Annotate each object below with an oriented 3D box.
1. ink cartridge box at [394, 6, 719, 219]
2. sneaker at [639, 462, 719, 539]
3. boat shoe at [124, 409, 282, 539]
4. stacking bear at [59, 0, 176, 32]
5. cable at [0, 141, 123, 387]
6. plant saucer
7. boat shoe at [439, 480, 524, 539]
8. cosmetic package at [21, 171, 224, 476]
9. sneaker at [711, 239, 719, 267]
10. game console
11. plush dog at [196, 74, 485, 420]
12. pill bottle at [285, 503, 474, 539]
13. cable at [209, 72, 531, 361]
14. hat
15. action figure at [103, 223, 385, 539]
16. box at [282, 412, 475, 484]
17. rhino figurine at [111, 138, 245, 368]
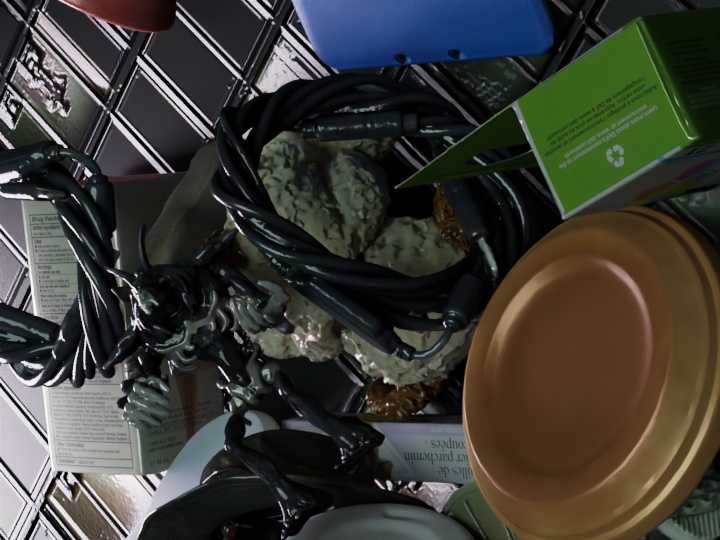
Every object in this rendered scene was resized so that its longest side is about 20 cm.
[{"bbox_3d":[0.142,-0.069,1.404,0.200,0.147,0.076,-34,75,40],"label":"ink cartridge box"},{"bbox_3d":[0.135,0.098,1.491,0.201,0.069,0.100,61,144,23],"label":"sneaker"},{"bbox_3d":[-0.093,0.176,1.698,0.202,0.086,0.075,-55,44,25],"label":"boat shoe"},{"bbox_3d":[-0.137,-0.271,1.650,0.114,0.121,0.201,37,112,33],"label":"stacking bear"},{"bbox_3d":[-0.216,-0.001,1.674,0.199,0.051,0.164,-12,97,51],"label":"cable"},{"bbox_3d":[0.125,0.057,1.392,0.199,0.037,0.202,-22,58,41],"label":"plant saucer"},{"bbox_3d":[0.086,0.171,1.515,0.075,0.068,0.200,63,147,17],"label":"boat shoe"},{"bbox_3d":[-0.163,0.035,1.730,0.103,0.087,0.202,1,98,43],"label":"cosmetic package"},{"bbox_3d":[0.216,0.075,1.403,0.077,0.085,0.202,-9,92,42],"label":"sneaker"},{"bbox_3d":[0.037,-0.231,1.557,0.199,0.118,0.172,0,66,41],"label":"game console"},{"bbox_3d":[0.000,0.000,1.559,0.171,0.160,0.201,22,112,12],"label":"plush dog"},{"bbox_3d":[0.013,0.252,1.487,0.119,0.119,0.201,17,119,38],"label":"pill bottle"},{"bbox_3d":[0.005,-0.049,1.484,0.199,0.163,0.051,35,154,7],"label":"cable"},{"bbox_3d":[-0.042,0.150,1.581,0.200,0.200,0.081,-38,39,38],"label":"hat"},{"bbox_3d":[-0.080,0.053,1.454,0.200,0.102,0.119,45,93,10],"label":"action figure"},{"bbox_3d":[0.034,0.113,1.600,0.199,0.041,0.039,-2,96,43],"label":"box"},{"bbox_3d":[-0.111,-0.008,1.609,0.059,0.201,0.088,18,138,12],"label":"rhino figurine"}]
